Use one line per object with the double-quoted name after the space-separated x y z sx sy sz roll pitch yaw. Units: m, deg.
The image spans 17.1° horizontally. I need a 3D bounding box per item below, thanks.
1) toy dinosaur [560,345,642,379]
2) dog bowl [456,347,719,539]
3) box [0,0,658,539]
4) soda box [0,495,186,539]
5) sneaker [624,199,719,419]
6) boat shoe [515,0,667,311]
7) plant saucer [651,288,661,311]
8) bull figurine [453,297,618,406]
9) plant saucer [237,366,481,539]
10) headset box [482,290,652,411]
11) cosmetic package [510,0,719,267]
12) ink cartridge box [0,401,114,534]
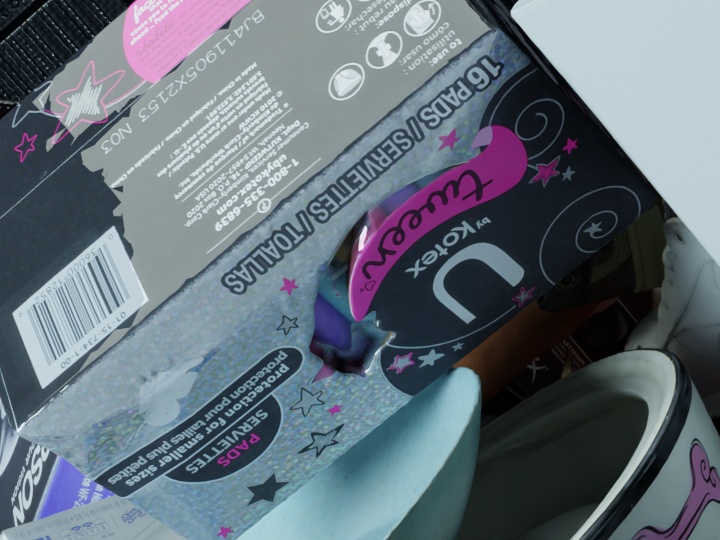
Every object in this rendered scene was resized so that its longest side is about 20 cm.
0.081 0.075 0.954 0.106 0.060 0.200 -37 -1 -11 "toy dinosaur"
0.050 0.118 0.791 0.200 0.074 0.200 -41 9 8 "dog bowl"
-0.025 -0.024 0.807 0.200 0.115 0.132 -40 47 11 "box"
-0.056 0.120 0.959 0.200 0.063 0.068 -14 -32 -39 "soda box"
0.145 -0.008 0.889 0.075 0.100 0.200 -56 9 -29 "sneaker"
0.069 -0.063 0.919 0.066 0.201 0.072 -28 35 -5 "boat shoe"
0.197 -0.034 1.036 0.200 0.034 0.200 -41 8 7 "plant saucer"
0.047 0.008 1.044 0.200 0.121 0.065 -47 28 1 "bull figurine"
-0.026 0.112 0.785 0.201 0.039 0.201 -40 10 8 "plant saucer"
0.114 -0.023 1.195 0.200 0.077 0.149 -42 9 -13 "headset box"
0.192 -0.076 0.717 0.199 0.200 0.123 -46 10 -26 "cosmetic package"
-0.144 0.111 1.108 0.200 0.043 0.198 -106 31 -48 "ink cartridge box"
